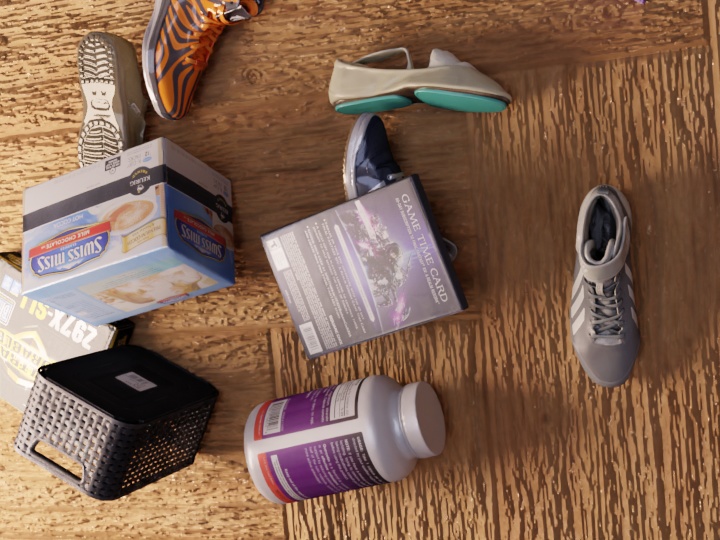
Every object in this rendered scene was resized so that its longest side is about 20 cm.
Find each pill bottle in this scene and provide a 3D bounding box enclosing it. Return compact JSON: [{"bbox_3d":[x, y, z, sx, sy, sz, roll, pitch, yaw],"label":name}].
[{"bbox_3d":[-0.016,0.176,1.243,0.199,0.112,0.113,-15,89,23],"label":"pill bottle"}]

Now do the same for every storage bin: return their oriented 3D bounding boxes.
[{"bbox_3d":[-0.264,0.161,1.295,0.135,0.200,0.094,26,105,18],"label":"storage bin"}]

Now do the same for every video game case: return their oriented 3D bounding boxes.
[{"bbox_3d":[0.000,0.000,1.209,0.199,0.019,0.144,-20,94,32],"label":"video game case"}]

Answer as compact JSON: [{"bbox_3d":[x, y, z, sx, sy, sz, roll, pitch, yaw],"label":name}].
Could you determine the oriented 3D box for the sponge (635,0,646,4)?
[{"bbox_3d":[0.272,-0.369,1.121,0.111,0.030,0.201,32,106,16],"label":"sponge"}]

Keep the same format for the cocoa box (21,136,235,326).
[{"bbox_3d":[-0.254,-0.036,1.293,0.199,0.133,0.132,-16,65,23],"label":"cocoa box"}]

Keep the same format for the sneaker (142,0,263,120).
[{"bbox_3d":[-0.170,-0.262,1.286,0.111,0.077,0.201,9,98,22],"label":"sneaker"}]

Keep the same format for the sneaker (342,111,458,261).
[{"bbox_3d":[0.043,-0.061,1.219,0.108,0.070,0.201,6,104,27],"label":"sneaker"}]

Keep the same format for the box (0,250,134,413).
[{"bbox_3d":[-0.385,0.091,1.423,0.199,0.049,0.160,29,103,18],"label":"box"}]

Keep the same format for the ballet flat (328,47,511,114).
[{"bbox_3d":[0.059,-0.197,1.208,0.199,0.069,0.070,2,96,22],"label":"ballet flat"}]

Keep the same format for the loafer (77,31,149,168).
[{"bbox_3d":[-0.276,-0.175,1.346,0.075,0.068,0.201,17,117,24],"label":"loafer"}]

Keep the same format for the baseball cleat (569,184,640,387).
[{"bbox_3d":[0.229,0.020,1.132,0.069,0.106,0.201,-4,95,17],"label":"baseball cleat"}]
